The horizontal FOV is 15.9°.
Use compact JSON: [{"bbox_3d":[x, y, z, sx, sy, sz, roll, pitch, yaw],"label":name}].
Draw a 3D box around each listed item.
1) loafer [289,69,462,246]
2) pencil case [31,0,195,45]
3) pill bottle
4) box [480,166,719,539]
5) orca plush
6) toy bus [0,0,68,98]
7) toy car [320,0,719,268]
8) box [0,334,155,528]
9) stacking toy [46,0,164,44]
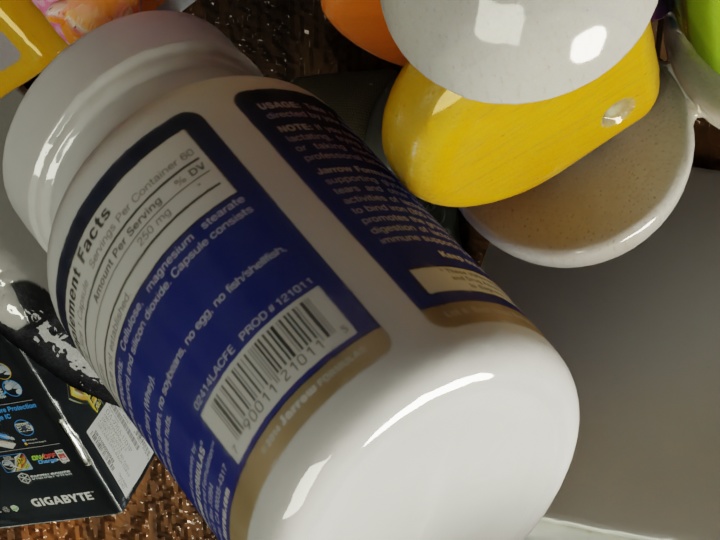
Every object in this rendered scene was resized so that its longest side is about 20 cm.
[{"bbox_3d":[0.000,0.000,1.015,0.069,0.075,0.201,21,131,23],"label":"loafer"},{"bbox_3d":[-0.126,-0.165,0.913,0.083,0.091,0.200,-38,111,13],"label":"pencil case"},{"bbox_3d":[-0.029,0.010,0.819,0.200,0.115,0.116,49,148,37],"label":"pill bottle"},{"bbox_3d":[0.130,0.088,0.933,0.199,0.200,0.172,9,132,16],"label":"box"},{"bbox_3d":[-0.126,-0.005,1.047,0.200,0.105,0.071,39,150,-7],"label":"orca plush"},{"bbox_3d":[-0.190,-0.153,0.964,0.078,0.065,0.200,-26,114,38],"label":"toy bus"},{"bbox_3d":[0.081,-0.110,0.810,0.199,0.151,0.175,-27,152,-2],"label":"toy car"},{"bbox_3d":[-0.211,0.047,1.162,0.199,0.046,0.160,-10,124,31],"label":"box"},{"bbox_3d":[-0.064,-0.141,0.824,0.110,0.115,0.201,59,147,28],"label":"stacking toy"}]
